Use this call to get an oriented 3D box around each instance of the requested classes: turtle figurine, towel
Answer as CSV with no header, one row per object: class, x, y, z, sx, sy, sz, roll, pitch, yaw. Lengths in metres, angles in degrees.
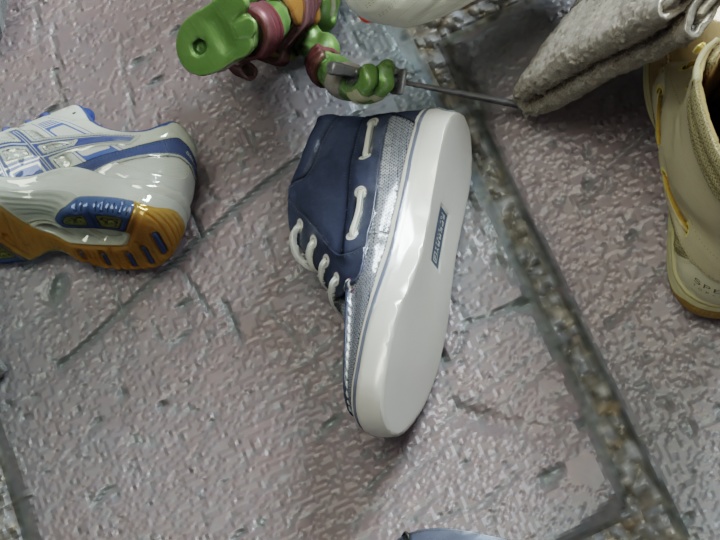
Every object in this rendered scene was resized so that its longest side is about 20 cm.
turtle figurine,-0.022,-0.168,1.132,0.199,0.194,0.145,11,101,25
towel,0.155,-0.155,1.096,0.034,0.200,0.133,40,70,-10

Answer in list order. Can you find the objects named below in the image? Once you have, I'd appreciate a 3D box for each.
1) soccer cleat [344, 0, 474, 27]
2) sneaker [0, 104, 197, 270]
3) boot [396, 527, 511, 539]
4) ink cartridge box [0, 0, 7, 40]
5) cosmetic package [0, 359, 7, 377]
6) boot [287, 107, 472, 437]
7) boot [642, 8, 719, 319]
soccer cleat,0.067,-0.181,1.115,0.077,0.200,0.070,-15,94,47
sneaker,-0.190,-0.055,1.209,0.199,0.075,0.088,8,56,11
boot,0.010,0.179,1.043,0.199,0.075,0.097,9,55,11
ink cartridge box,-0.300,-0.252,1.296,0.173,0.044,0.201,7,75,-3
cosmetic package,-0.351,0.035,1.171,0.200,0.123,0.199,-41,62,-5
boot,0.000,0.000,1.131,0.090,0.073,0.201,0,57,23
boot,0.191,-0.094,1.064,0.072,0.156,0.201,2,67,2
